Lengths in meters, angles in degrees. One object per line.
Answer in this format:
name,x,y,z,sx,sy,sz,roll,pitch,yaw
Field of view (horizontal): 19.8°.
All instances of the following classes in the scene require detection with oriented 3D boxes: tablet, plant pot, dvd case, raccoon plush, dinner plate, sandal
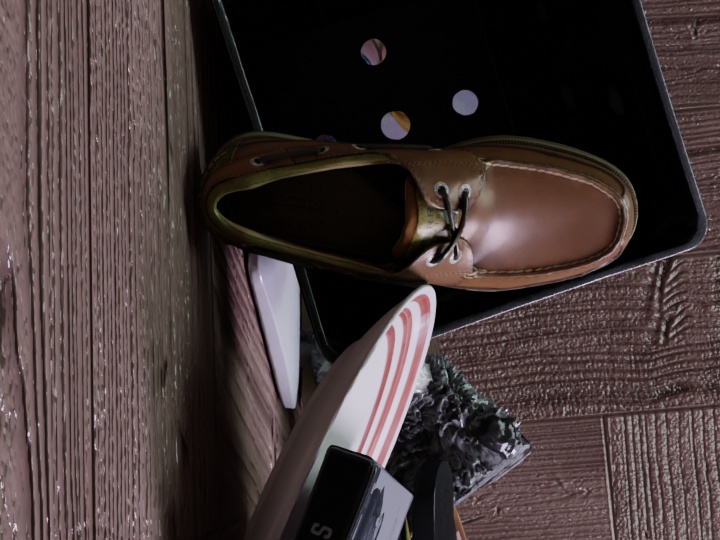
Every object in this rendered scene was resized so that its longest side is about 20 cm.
tablet,-0.047,-0.038,1.165,0.131,0.014,0.201,79,7,-51
plant pot,0.035,-0.080,1.055,0.177,0.198,0.201,-171,-117,-81
dvd case,-0.019,0.153,0.856,0.200,0.025,0.151,63,47,-79
raccoon plush,0.027,0.081,1.242,0.134,0.096,0.200,53,-1,9
dinner plate,-0.017,0.095,0.904,0.201,0.024,0.200,-61,169,-20
sandal,0.051,0.205,1.142,0.075,0.045,0.202,-48,141,-73

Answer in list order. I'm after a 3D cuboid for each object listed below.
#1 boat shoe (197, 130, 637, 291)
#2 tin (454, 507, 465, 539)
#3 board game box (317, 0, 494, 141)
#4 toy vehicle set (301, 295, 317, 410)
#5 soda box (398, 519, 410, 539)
boat shoe,0.027,-0.021,0.914,0.068,0.198,0.073,-89,180,-78
tin,0.027,0.149,1.387,0.112,0.042,0.200,48,-10,24
board game box,0.025,-0.146,1.242,0.199,0.041,0.201,23,-49,44
toy vehicle set,0.000,0.000,1.325,0.200,0.026,0.125,-50,142,-69
soda box,0.003,0.207,1.204,0.201,0.063,0.068,78,10,-53
